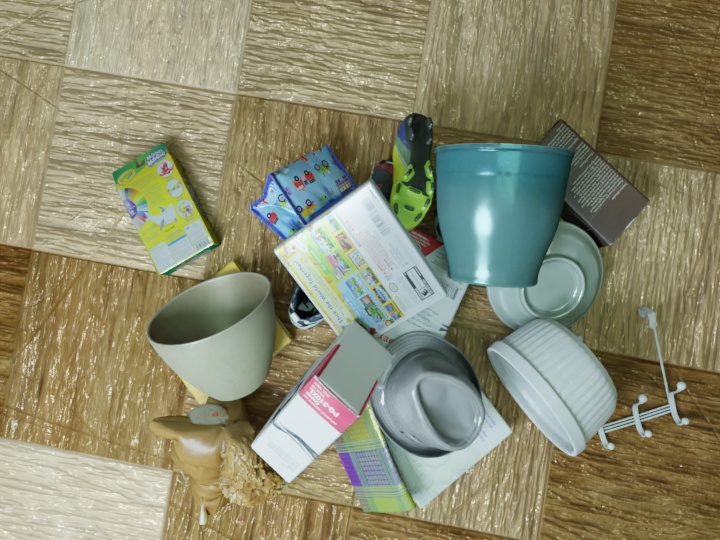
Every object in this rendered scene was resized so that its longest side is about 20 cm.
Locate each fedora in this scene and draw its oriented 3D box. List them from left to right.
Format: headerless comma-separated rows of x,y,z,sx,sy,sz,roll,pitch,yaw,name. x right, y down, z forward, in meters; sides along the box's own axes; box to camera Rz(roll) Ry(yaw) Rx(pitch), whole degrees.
0.114,0.197,0.812,0.177,0.090,0.201,-43,100,-12,fedora

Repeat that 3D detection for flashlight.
0.021,-0.119,0.858,0.068,0.200,0.068,45,129,-4,flashlight

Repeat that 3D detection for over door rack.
0.448,0.180,0.893,0.144,0.067,0.205,-17,87,1,over door rack

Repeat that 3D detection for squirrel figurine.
-0.220,0.319,0.859,0.196,0.141,0.192,15,112,26,squirrel figurine

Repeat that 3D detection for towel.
0.008,0.298,0.884,0.022,0.143,0.204,-20,84,-40,towel

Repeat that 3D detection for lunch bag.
-0.053,-0.081,0.872,0.201,0.150,0.094,48,135,2,lunch bag

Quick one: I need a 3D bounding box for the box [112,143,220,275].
-0.344,-0.108,0.945,0.115,0.048,0.203,-27,89,1,box

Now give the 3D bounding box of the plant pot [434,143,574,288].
0.201,-0.077,0.785,0.194,0.200,0.193,3,97,2,plant pot

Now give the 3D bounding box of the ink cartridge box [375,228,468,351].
0.083,0.046,0.893,0.142,0.084,0.204,26,88,-8,ink cartridge box

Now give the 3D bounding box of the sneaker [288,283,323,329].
-0.045,0.020,0.886,0.197,0.130,0.080,-37,88,0,sneaker

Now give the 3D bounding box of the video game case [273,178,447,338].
0.000,0.000,0.783,0.180,0.023,0.202,-31,106,19,video game case

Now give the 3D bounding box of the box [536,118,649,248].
0.369,-0.144,0.906,0.200,0.075,0.100,45,90,5,box

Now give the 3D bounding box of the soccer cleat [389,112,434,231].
0.077,-0.145,0.828,0.063,0.084,0.205,13,68,-11,soccer cleat

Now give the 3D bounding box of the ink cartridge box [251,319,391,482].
-0.058,0.193,0.791,0.084,0.145,0.201,40,124,0,ink cartridge box

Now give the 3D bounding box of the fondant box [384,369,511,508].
0.132,0.271,0.906,0.199,0.058,0.145,-39,87,-1,fondant box

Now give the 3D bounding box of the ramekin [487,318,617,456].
0.301,0.171,0.835,0.104,0.200,0.202,-36,87,-4,ramekin

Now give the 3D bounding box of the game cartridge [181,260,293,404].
-0.244,0.114,0.942,0.199,0.032,0.178,-38,87,3,game cartridge

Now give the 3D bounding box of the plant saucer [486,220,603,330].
0.308,0.022,0.878,0.194,0.050,0.205,0,110,-1,plant saucer

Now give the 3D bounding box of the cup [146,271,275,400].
-0.213,0.115,0.846,0.195,0.201,0.146,-15,116,2,cup

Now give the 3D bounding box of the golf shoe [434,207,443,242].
0.221,-0.072,0.913,0.195,0.078,0.097,9,95,11,golf shoe
